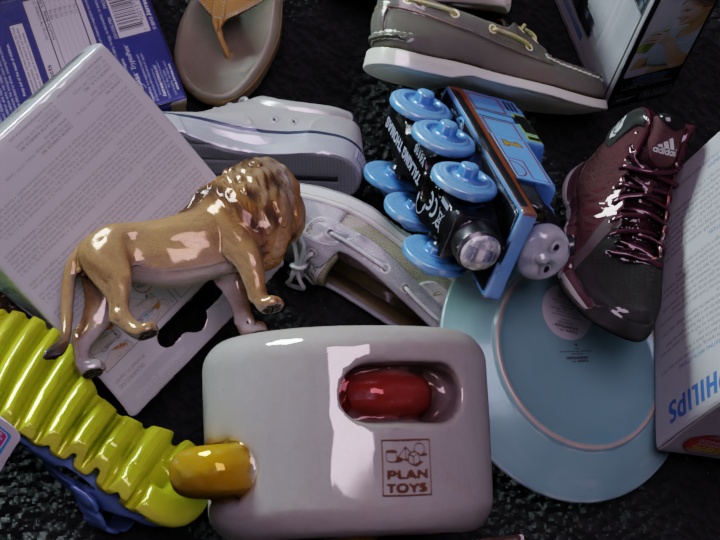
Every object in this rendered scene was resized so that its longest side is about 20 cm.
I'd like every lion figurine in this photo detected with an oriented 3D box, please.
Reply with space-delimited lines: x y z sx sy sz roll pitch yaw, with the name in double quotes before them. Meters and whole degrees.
"lion figurine" -0.123 -0.009 1.247 0.199 0.073 0.123 -10 65 -21

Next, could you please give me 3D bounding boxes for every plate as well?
"plate" 0.147 0.061 1.324 0.199 0.026 0.201 9 67 -23

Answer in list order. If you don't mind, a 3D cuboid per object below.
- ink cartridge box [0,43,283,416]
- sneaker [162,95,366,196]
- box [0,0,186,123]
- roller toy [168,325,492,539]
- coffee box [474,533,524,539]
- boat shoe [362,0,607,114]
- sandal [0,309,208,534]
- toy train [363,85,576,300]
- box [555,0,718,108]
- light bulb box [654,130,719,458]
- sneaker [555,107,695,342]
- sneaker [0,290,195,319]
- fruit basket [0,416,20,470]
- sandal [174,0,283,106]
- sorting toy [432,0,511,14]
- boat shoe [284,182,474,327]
"ink cartridge box" -0.171 -0.028 1.292 0.162 0.050 0.200 -46 109 -23
"sneaker" -0.095 -0.090 1.378 0.199 0.073 0.071 7 40 -3
"box" -0.240 -0.143 1.393 0.199 0.032 0.121 -16 70 -15
"roller toy" -0.009 0.112 1.212 0.182 0.200 0.140 -6 81 21
"coffee box" 0.006 0.233 1.221 0.199 0.114 0.080 -6 68 -10
"boat shoe" 0.097 -0.156 1.391 0.201 0.072 0.061 10 82 -27
"sandal" -0.194 0.108 1.249 0.200 0.087 0.080 43 53 -1
"toy train" 0.077 -0.058 1.306 0.114 0.087 0.200 9 28 -22
"box" 0.203 -0.217 1.387 0.060 0.200 0.117 -15 70 -13
"light bulb box" 0.316 0.027 1.324 0.198 0.125 0.201 10 66 -14
"sneaker" 0.189 -0.049 1.318 0.075 0.116 0.200 21 33 -15
"sneaker" -0.207 0.011 1.308 0.199 0.071 0.076 -20 64 -16
"fruit basket" -0.322 0.109 1.201 0.185 0.200 0.094 43 26 11
"sandal" -0.086 -0.219 1.414 0.080 0.054 0.201 21 81 21
"sorting toy" 0.030 -0.279 1.454 0.179 0.107 0.201 4 74 7
"boat shoe" 0.000 0.001 1.341 0.201 0.074 0.065 27 62 -3
